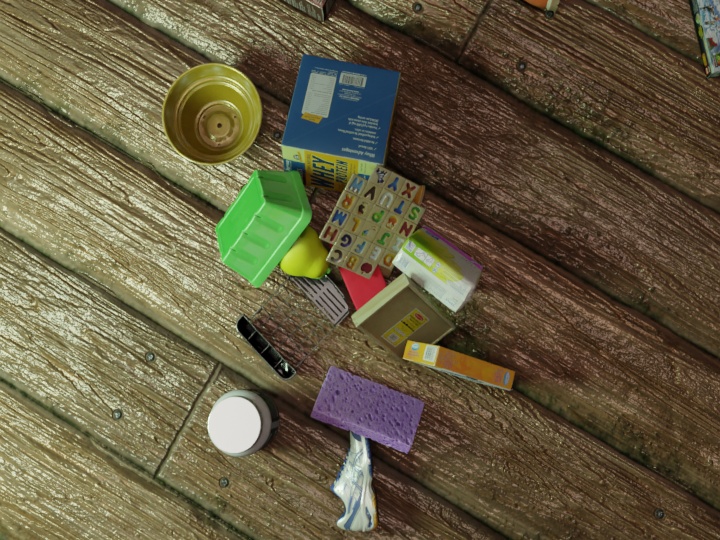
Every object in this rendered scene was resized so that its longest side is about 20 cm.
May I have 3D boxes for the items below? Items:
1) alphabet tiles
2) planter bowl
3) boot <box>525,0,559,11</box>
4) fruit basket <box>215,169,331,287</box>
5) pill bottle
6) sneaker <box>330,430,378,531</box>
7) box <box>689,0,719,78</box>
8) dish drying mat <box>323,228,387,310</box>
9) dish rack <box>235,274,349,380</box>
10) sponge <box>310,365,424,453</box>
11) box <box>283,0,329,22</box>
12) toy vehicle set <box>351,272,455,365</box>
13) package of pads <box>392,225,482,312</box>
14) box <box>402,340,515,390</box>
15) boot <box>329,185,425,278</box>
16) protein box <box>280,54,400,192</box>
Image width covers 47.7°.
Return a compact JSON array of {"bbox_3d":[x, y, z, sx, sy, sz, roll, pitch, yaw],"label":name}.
[{"bbox_3d":[0.023,-0.087,1.499,0.164,0.006,0.203,22,107,-26],"label":"alphabet tiles"},{"bbox_3d":[-0.286,-0.297,1.612,0.195,0.083,0.206,0,83,1],"label":"planter bowl"},{"bbox_3d":[0.369,-0.637,1.655,0.104,0.075,0.205,12,84,7],"label":"boot"},{"bbox_3d":[-0.146,-0.067,1.536,0.211,0.218,0.158,-19,50,-2],"label":"fruit basket"},{"bbox_3d":[-0.212,0.274,1.477,0.112,0.200,0.119,0,82,1],"label":"pill bottle"},{"bbox_3d":[-0.016,0.384,1.524,0.086,0.075,0.206,-6,80,4],"label":"sneaker"},{"bbox_3d":[0.748,-0.501,1.646,0.133,0.040,0.206,-9,82,1],"label":"box"},{"bbox_3d":[0.000,0.000,1.562,0.075,0.018,0.204,-20,106,11],"label":"dish drying mat"},{"bbox_3d":[-0.124,0.091,1.574,0.153,0.055,0.200,44,85,5],"label":"dish rack"},{"bbox_3d":[0.015,0.260,1.531,0.196,0.030,0.113,21,43,3],"label":"sponge"},{"bbox_3d":[-0.137,-0.602,1.656,0.197,0.075,0.102,30,84,3],"label":"box"},{"bbox_3d":[0.082,0.095,1.494,0.123,0.200,0.027,-38,49,9],"label":"toy vehicle set"},{"bbox_3d":[0.149,-0.006,1.510,0.153,0.200,0.069,37,106,5],"label":"package of pads"},{"bbox_3d":[0.189,0.176,1.498,0.196,0.118,0.043,18,83,-25],"label":"box"},{"bbox_3d":[0.030,-0.100,1.588,0.141,0.071,0.205,26,88,4],"label":"boot"},{"bbox_3d":[-0.036,-0.273,1.557,0.193,0.135,0.205,10,68,2],"label":"protein box"}]
